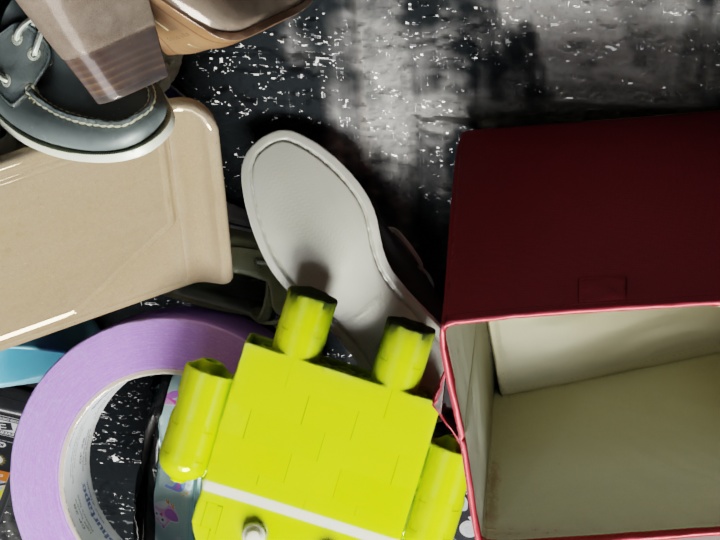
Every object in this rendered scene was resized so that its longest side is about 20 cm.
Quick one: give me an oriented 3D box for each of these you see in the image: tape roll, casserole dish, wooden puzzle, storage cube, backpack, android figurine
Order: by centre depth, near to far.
[{"bbox_3d":[0.143,0.031,1.607,0.199,0.180,0.172,-4,128,10],"label":"storage cube"},{"bbox_3d":[-0.175,-0.023,1.608,0.199,0.037,0.185,-15,149,-8],"label":"wooden puzzle"},{"bbox_3d":[-0.027,0.116,1.666,0.181,0.041,0.201,19,98,1],"label":"android figurine"},{"bbox_3d":[-0.110,0.124,1.736,0.199,0.201,0.066,1,-173,10],"label":"tape roll"},{"bbox_3d":[-0.238,0.045,1.789,0.121,0.039,0.200,-11,170,22],"label":"casserole dish"},{"bbox_3d":[-0.083,0.137,1.852,0.126,0.167,0.201,6,127,4],"label":"backpack"}]

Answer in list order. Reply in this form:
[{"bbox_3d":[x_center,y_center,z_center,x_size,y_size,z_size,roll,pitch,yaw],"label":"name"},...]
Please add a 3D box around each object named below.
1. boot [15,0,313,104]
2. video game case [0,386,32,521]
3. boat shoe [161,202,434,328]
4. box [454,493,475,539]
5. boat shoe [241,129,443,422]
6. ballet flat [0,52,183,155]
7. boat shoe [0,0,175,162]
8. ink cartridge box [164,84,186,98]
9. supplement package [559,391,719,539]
[{"bbox_3d":[-0.111,-0.180,1.487,0.070,0.200,0.147,-13,103,39],"label":"boot"},{"bbox_3d":[-0.334,0.116,1.968,0.199,0.026,0.181,15,142,-10],"label":"video game case"},{"bbox_3d":[-0.052,0.007,1.742,0.199,0.062,0.072,15,142,-9],"label":"boat shoe"},{"bbox_3d":[0.041,0.215,1.877,0.132,0.115,0.200,39,157,-6],"label":"box"},{"bbox_3d":[0.000,0.000,1.695,0.074,0.060,0.200,-38,97,10],"label":"boat shoe"},{"bbox_3d":[-0.188,-0.088,1.589,0.199,0.072,0.072,-18,140,-2],"label":"ballet flat"},{"bbox_3d":[-0.182,-0.124,1.533,0.200,0.073,0.062,34,154,30],"label":"boat shoe"},{"bbox_3d":[-0.207,-0.080,1.681,0.200,0.039,0.099,-25,131,35],"label":"ink cartridge box"},{"bbox_3d":[0.219,0.149,1.725,0.199,0.120,0.121,-2,154,1],"label":"supplement package"}]
